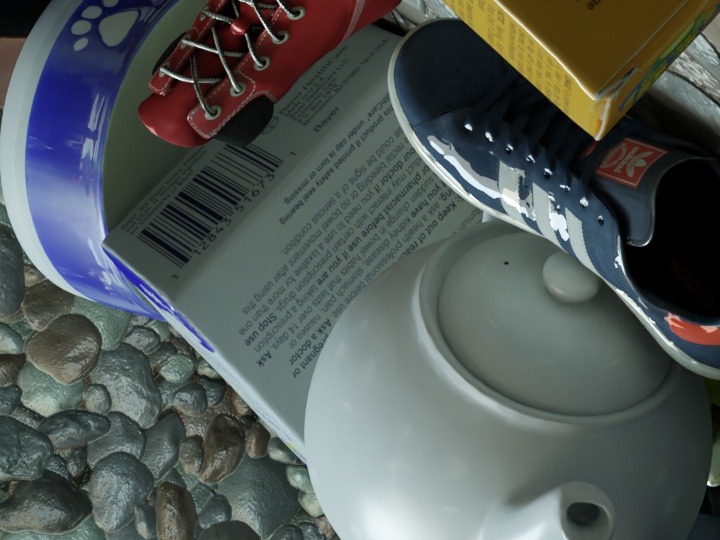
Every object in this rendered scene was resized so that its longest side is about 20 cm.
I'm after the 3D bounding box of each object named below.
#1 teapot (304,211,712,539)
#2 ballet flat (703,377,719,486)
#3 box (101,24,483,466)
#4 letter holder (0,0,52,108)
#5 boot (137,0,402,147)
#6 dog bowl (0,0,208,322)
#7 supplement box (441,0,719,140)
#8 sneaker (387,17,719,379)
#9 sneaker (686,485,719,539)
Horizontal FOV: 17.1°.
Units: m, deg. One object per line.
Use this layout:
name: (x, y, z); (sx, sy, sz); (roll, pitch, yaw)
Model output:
teapot: (0.073, 0.046, 1.048); (0.200, 0.197, 0.147); (39, 137, 24)
ballet flat: (0.186, 0.078, 1.102); (0.067, 0.067, 0.200); (41, 177, -40)
box: (0.000, 0.000, 1.261); (0.200, 0.184, 0.105); (49, 170, -32)
letter holder: (-0.224, -0.140, 1.348); (0.199, 0.142, 0.101); (-5, -112, -50)
boot: (-0.036, -0.116, 0.961); (0.072, 0.144, 0.200); (45, 172, 12)
dog bowl: (-0.101, -0.073, 1.323); (0.078, 0.201, 0.200); (16, 156, 37)
supplement box: (0.029, -0.135, 0.788); (0.200, 0.067, 0.069); (44, 173, 11)
sneaker: (0.096, -0.041, 0.956); (0.200, 0.075, 0.085); (37, 167, 8)
sneaker: (0.156, 0.128, 1.189); (0.078, 0.202, 0.079); (1, 176, -2)
